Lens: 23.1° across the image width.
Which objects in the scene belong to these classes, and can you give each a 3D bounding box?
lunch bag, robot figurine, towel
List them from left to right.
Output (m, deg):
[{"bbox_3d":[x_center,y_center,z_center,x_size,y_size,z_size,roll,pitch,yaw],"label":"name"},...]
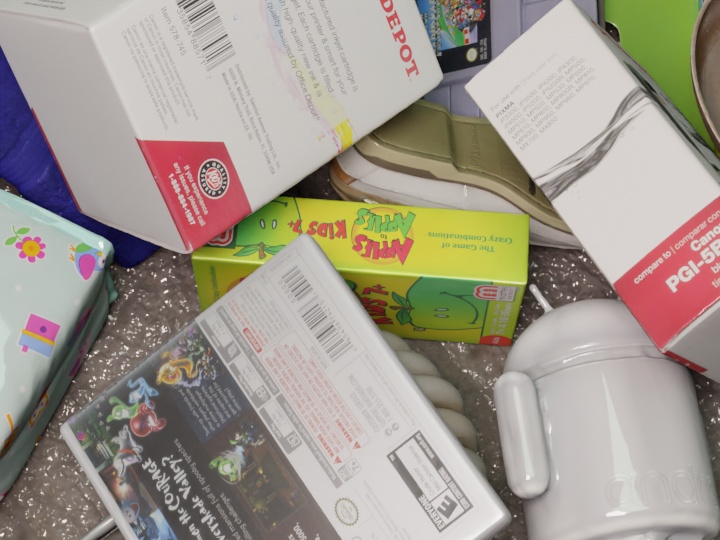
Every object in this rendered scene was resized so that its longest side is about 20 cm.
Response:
[{"bbox_3d":[-0.271,0.026,1.061,0.199,0.122,0.171,25,69,4],"label":"lunch bag"},{"bbox_3d":[-0.176,-0.110,1.091,0.049,0.200,0.148,20,75,53],"label":"towel"},{"bbox_3d":[0.146,0.103,1.034,0.169,0.113,0.202,13,59,-41],"label":"robot figurine"}]

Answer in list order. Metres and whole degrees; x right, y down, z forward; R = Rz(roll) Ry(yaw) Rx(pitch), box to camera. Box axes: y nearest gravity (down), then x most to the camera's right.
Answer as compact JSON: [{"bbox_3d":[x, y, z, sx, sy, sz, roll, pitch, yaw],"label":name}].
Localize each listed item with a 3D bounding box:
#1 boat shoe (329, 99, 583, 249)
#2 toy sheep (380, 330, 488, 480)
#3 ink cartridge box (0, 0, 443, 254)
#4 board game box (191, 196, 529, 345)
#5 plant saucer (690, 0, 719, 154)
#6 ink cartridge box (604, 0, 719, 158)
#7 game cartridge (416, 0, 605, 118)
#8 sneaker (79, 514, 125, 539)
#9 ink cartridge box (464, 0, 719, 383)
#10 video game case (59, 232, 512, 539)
[{"bbox_3d":[0.076,-0.053,1.126,0.199,0.069,0.075,20,48,-14],"label":"boat shoe"},{"bbox_3d":[0.000,0.103,1.027,0.137,0.138,0.201,-26,63,-11],"label":"toy sheep"},{"bbox_3d":[-0.083,-0.132,1.031,0.199,0.146,0.144,-35,28,-24],"label":"ink cartridge box"},{"bbox_3d":[0.000,0.000,1.084,0.198,0.102,0.048,4,67,1],"label":"board game box"},{"bbox_3d":[0.283,-0.096,1.064,0.198,0.032,0.202,10,59,-17],"label":"plant saucer"},{"bbox_3d":[0.239,-0.147,1.150,0.198,0.076,0.149,4,65,-11],"label":"ink cartridge box"},{"bbox_3d":[0.099,-0.186,1.180,0.129,0.038,0.202,-9,64,19],"label":"game cartridge"},{"bbox_3d":[-0.174,0.201,1.004,0.070,0.082,0.200,38,71,15],"label":"sneaker"},{"bbox_3d":[0.166,-0.043,1.011,0.083,0.147,0.201,-41,64,14],"label":"ink cartridge box"},{"bbox_3d":[-0.045,0.110,0.960,0.181,0.023,0.201,-38,69,4],"label":"video game case"}]
